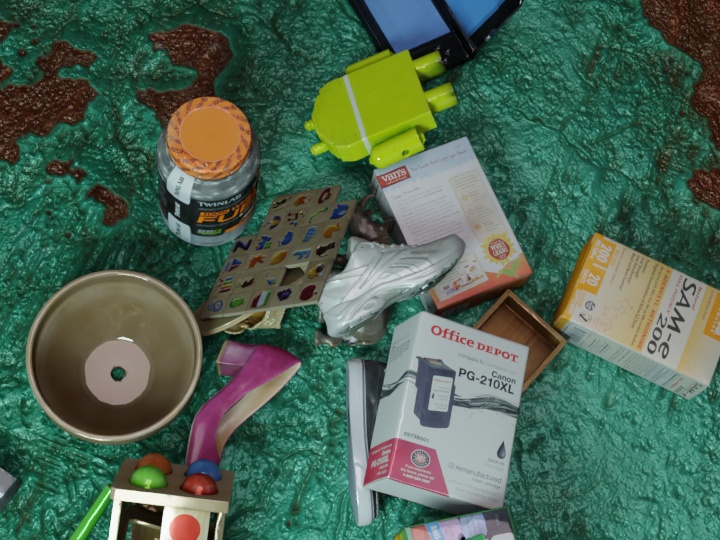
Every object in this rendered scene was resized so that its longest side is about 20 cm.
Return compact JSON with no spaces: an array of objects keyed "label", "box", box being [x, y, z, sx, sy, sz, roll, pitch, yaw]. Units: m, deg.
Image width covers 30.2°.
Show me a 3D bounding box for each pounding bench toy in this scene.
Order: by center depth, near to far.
[{"label":"pounding bench toy","box":[-0.244,0.279,1.441,0.199,0.124,0.157,7,96,-4]}]

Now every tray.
[{"label":"tray","box":[0.151,0.128,1.626,0.099,0.037,0.200,42,69,9]}]

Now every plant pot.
[{"label":"plant pot","box":[-0.282,0.108,1.547,0.199,0.093,0.202,2,70,-6]}]

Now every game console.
[{"label":"game console","box":[0.087,-0.375,1.760,0.170,0.118,0.201,-26,74,-16]}]

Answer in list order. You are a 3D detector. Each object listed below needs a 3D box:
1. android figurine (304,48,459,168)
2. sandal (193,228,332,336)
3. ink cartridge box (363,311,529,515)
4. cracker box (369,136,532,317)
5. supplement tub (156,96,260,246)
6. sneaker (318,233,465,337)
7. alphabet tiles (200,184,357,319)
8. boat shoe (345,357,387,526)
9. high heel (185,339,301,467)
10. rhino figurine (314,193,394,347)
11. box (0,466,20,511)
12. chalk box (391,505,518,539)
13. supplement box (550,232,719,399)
[{"label":"android figurine","box":[0.022,-0.207,1.696,0.199,0.041,0.183,-24,51,7]},{"label":"sandal","box":[-0.105,0.038,1.606,0.211,0.070,0.078,-35,33,-2]},{"label":"ink cartridge box","box":[0.099,0.165,1.528,0.144,0.084,0.201,19,68,-15]},{"label":"cracker box","box":[0.111,-0.053,1.675,0.133,0.058,0.201,-20,74,-13]},{"label":"supplement tub","box":[-0.181,-0.118,1.586,0.122,0.200,0.123,2,70,-6]},{"label":"sneaker","box":[0.030,-0.007,1.574,0.199,0.078,0.100,-27,80,-18]},{"label":"alphabet tiles","box":[-0.092,-0.025,1.603,0.166,0.008,0.201,-9,42,30]},{"label":"boat shoe","box":[0.018,0.199,1.570,0.066,0.070,0.201,0,62,-6]},{"label":"high heel","box":[-0.138,0.175,1.556,0.095,0.068,0.201,12,55,8]},{"label":"rhino figurine","box":[0.000,0.000,1.639,0.087,0.060,0.201,9,72,-2]},{"label":"box","box":[-0.503,0.271,1.481,0.157,0.050,0.200,35,69,6]},{"label":"chalk box","box":[0.108,0.335,1.455,0.123,0.200,0.126,-9,71,-11]},{"label":"supplement box","box":[0.351,0.056,1.657,0.199,0.074,0.127,25,69,2]}]
